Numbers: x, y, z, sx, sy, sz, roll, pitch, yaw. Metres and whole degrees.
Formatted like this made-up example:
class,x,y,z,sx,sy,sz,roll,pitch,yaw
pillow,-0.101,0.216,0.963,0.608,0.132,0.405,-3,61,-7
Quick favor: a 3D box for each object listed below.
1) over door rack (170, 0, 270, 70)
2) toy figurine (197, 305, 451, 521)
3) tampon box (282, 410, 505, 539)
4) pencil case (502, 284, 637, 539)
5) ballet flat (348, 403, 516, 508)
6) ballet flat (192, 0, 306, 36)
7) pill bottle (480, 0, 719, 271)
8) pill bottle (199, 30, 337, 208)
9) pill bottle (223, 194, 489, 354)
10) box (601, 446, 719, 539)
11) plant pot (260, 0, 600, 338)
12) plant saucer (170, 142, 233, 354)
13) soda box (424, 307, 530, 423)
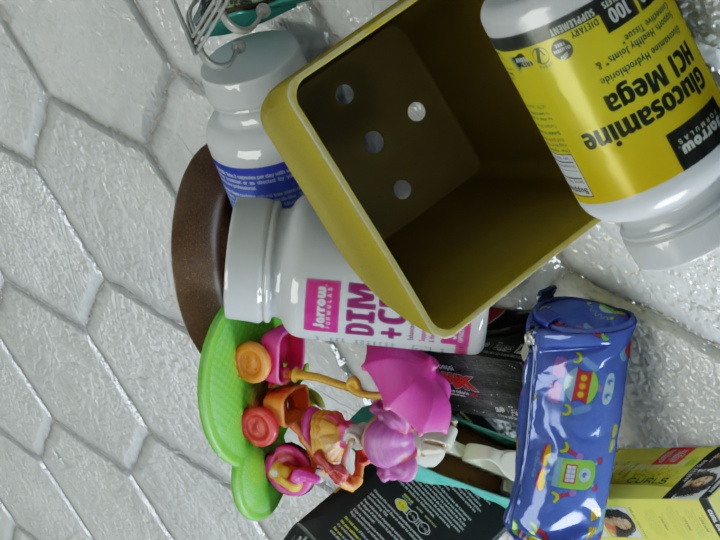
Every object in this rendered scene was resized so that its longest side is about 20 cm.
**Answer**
class,x,y,z,sx,sy,sz,roll,pitch,yaw
over door rack,-0.122,-0.261,1.408,0.200,0.067,0.148,57,155,5
toy figurine,-0.014,0.119,1.584,0.184,0.150,0.200,5,106,30
tampon box,0.038,0.227,1.717,0.126,0.200,0.150,46,150,9
pencil case,0.153,0.116,1.472,0.078,0.087,0.200,-134,48,-65
ballet flat,0.087,0.151,1.642,0.200,0.067,0.070,20,155,-5
ballet flat,-0.070,-0.227,1.493,0.200,0.074,0.074,-8,118,55
pill bottle,0.168,-0.105,1.234,0.112,0.112,0.200,-4,121,56
pill bottle,-0.059,-0.088,1.577,0.112,0.112,0.200,19,139,44
pill bottle,0.000,0.000,1.498,0.200,0.113,0.113,5,141,2
box,0.235,0.174,1.509,0.050,0.075,0.200,59,152,-12
plant pot,0.042,-0.093,1.361,0.200,0.200,0.176,58,161,-15
plant saucer,-0.097,-0.014,1.659,0.034,0.200,0.200,-3,126,24
soda box,0.096,0.073,1.596,0.200,0.063,0.071,7,129,52
